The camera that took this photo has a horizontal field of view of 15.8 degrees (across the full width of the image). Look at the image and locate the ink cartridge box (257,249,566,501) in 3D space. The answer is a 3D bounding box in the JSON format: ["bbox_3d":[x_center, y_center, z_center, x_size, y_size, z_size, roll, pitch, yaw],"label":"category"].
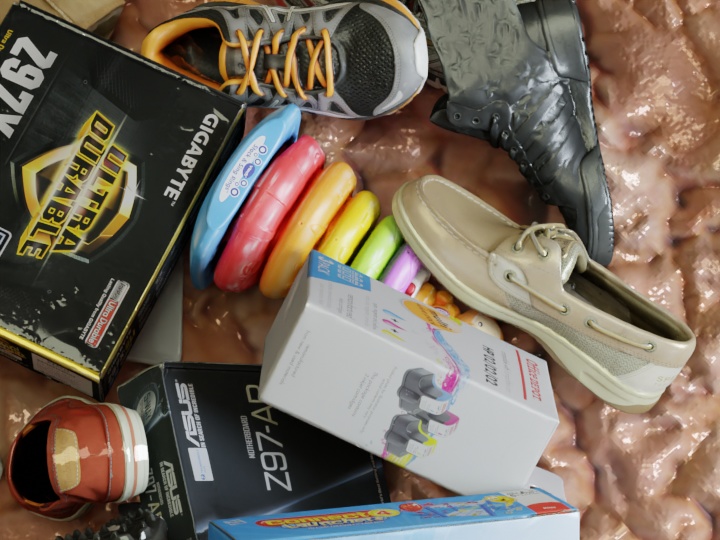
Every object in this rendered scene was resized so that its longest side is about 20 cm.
[{"bbox_3d":[0.045,0.071,1.492,0.199,0.115,0.068,26,105,-7],"label":"ink cartridge box"}]

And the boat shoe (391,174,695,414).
[{"bbox_3d":[0.109,0.001,1.545,0.200,0.072,0.065,39,126,7],"label":"boat shoe"}]

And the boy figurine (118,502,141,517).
[{"bbox_3d":[-0.109,0.237,1.525,0.124,0.064,0.201,-3,74,18],"label":"boy figurine"}]

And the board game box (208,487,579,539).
[{"bbox_3d":[0.019,0.227,1.403,0.195,0.056,0.201,-3,100,-21],"label":"board game box"}]

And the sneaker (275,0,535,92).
[{"bbox_3d":[0.033,-0.165,1.618,0.199,0.082,0.078,16,75,11],"label":"sneaker"}]

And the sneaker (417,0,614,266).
[{"bbox_3d":[0.090,-0.095,1.574,0.104,0.060,0.201,-9,96,1],"label":"sneaker"}]

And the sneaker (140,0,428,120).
[{"bbox_3d":[-0.047,-0.128,1.586,0.199,0.077,0.079,3,101,36],"label":"sneaker"}]

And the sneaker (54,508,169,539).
[{"bbox_3d":[-0.146,0.189,1.454,0.066,0.200,0.091,-17,84,-30],"label":"sneaker"}]

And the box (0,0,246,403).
[{"bbox_3d":[-0.181,-0.043,1.555,0.159,0.049,0.200,24,68,7],"label":"box"}]

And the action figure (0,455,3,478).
[{"bbox_3d":[-0.275,0.145,1.562,0.118,0.102,0.201,-22,87,3],"label":"action figure"}]

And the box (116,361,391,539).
[{"bbox_3d":[-0.049,0.154,1.500,0.043,0.160,0.201,-30,65,41],"label":"box"}]

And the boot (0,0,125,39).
[{"bbox_3d":[-0.220,-0.229,1.687,0.175,0.066,0.200,-46,72,6],"label":"boot"}]

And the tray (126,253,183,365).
[{"bbox_3d":[-0.161,-0.040,1.621,0.107,0.022,0.201,9,71,-26],"label":"tray"}]

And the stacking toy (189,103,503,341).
[{"bbox_3d":[0.000,0.000,1.575,0.200,0.110,0.116,32,76,4],"label":"stacking toy"}]

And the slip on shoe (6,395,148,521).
[{"bbox_3d":[-0.179,0.110,1.512,0.061,0.200,0.074,-5,86,-22],"label":"slip on shoe"}]
